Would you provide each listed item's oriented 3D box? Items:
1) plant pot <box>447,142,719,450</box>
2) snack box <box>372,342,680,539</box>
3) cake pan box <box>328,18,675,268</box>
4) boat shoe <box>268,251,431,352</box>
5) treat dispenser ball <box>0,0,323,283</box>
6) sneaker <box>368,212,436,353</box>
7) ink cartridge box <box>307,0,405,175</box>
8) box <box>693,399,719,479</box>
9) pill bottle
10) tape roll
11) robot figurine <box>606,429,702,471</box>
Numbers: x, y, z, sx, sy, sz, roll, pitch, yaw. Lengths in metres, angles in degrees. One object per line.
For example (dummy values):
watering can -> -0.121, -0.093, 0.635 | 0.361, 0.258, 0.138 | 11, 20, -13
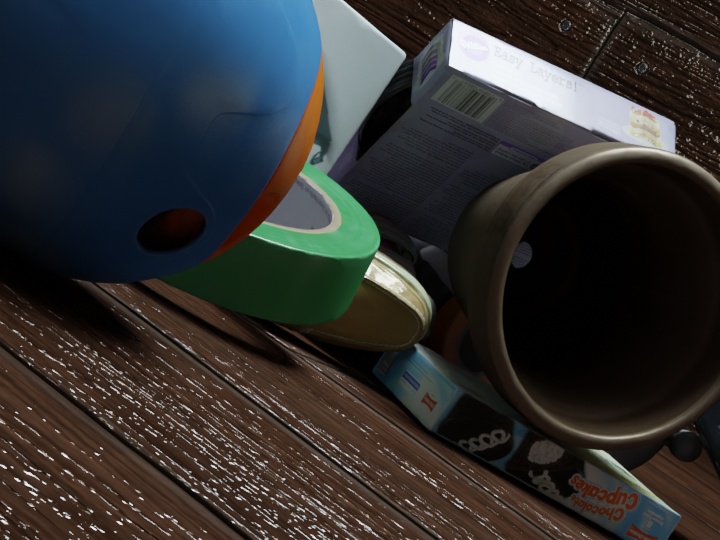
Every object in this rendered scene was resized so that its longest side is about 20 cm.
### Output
plant pot -> 0.140, 0.004, 1.536 | 0.200, 0.200, 0.175 | 31, -1, -25
snack box -> 0.111, 0.117, 1.537 | 0.200, 0.037, 0.116 | 30, 5, -25
cake pan box -> 0.094, -0.080, 1.637 | 0.200, 0.184, 0.052 | 21, 51, -19
boat shoe -> -0.048, 0.010, 1.481 | 0.200, 0.072, 0.076 | 20, 19, -8
treat dispenser ball -> -0.117, -0.095, 1.090 | 0.201, 0.201, 0.201 | 32, 3, -2
sneaker -> 0.000, 0.000, 1.619 | 0.081, 0.088, 0.200 | 31, -4, -27
ink cartridge box -> -0.091, -0.118, 1.535 | 0.174, 0.200, 0.044 | 38, -10, -25
box -> 0.336, 0.150, 1.724 | 0.197, 0.124, 0.200 | 63, 5, 3
pill bottle -> 0.045, 0.020, 1.765 | 0.106, 0.106, 0.200 | 30, 4, -35
tape roll -> -0.088, -0.040, 1.367 | 0.200, 0.048, 0.200 | 23, 18, -8
robot figurine -> 0.202, 0.108, 1.860 | 0.169, 0.113, 0.200 | 25, 2, 10
